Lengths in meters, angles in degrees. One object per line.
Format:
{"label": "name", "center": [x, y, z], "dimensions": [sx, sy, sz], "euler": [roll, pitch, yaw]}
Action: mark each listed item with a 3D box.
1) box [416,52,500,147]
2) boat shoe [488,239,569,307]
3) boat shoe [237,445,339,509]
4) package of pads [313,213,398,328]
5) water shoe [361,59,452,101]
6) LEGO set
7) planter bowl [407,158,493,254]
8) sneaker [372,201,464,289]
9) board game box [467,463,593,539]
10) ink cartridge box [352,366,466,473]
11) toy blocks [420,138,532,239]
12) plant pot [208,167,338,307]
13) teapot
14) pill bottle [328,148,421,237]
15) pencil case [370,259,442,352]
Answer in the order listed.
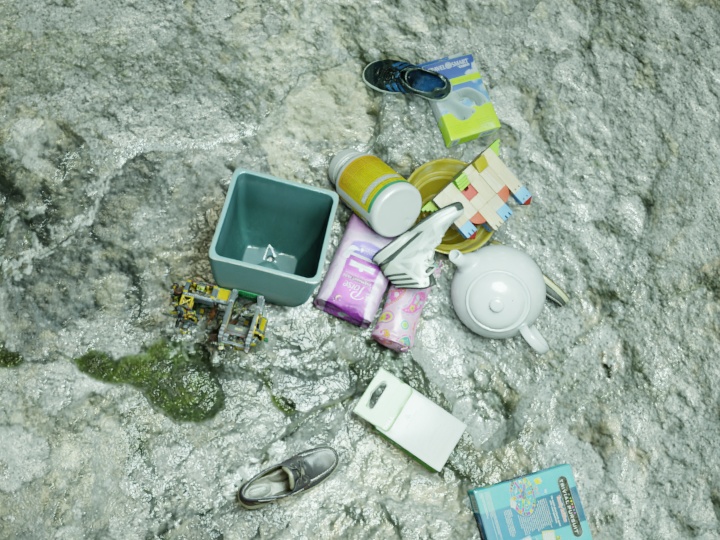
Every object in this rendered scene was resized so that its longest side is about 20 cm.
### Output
{"label": "box", "center": [0.207, -0.375, 1.721], "dimensions": [0.122, 0.048, 0.200], "euler": [-18, 80, -13]}
{"label": "boat shoe", "center": [0.332, 0.017, 1.635], "dimensions": [0.200, 0.073, 0.065], "euler": [37, 95, 0]}
{"label": "boat shoe", "center": [-0.129, 0.379, 1.471], "dimensions": [0.200, 0.065, 0.072], "euler": [-19, 78, -13]}
{"label": "package of pads", "center": [0.000, 0.000, 1.581], "dimensions": [0.120, 0.076, 0.200], "euler": [23, 74, 1]}
{"label": "water shoe", "center": [0.093, -0.405, 1.668], "dimensions": [0.200, 0.079, 0.072], "euler": [14, 89, 17]}
{"label": "LEGO set", "center": [-0.263, 0.105, 1.474], "dimensions": [0.200, 0.154, 0.116], "euler": [18, 61, -8]}
{"label": "planter bowl", "center": [0.173, -0.119, 1.632], "dimensions": [0.200, 0.083, 0.201], "euler": [2, 75, -9]}
{"label": "sneaker", "center": [0.132, -0.036, 1.511], "dimensions": [0.200, 0.076, 0.115], "euler": [-36, 88, 17]}
{"label": "board game box", "center": [0.322, 0.467, 1.526], "dimensions": [0.200, 0.047, 0.151], "euler": [-12, 78, -12]}
{"label": "ink cartridge box", "center": [0.090, 0.285, 1.530], "dimensions": [0.200, 0.059, 0.104], "euler": [34, 73, 1]}
{"label": "toy blocks", "center": [0.235, -0.135, 1.561], "dimensions": [0.200, 0.100, 0.137], "euler": [-43, 95, -5]}
{"label": "plant pot", "center": [-0.165, -0.036, 1.492], "dimensions": [0.196, 0.200, 0.197], "euler": [14, 60, -4]}
{"label": "teapot", "center": [0.266, 0.053, 1.540], "dimensions": [0.200, 0.146, 0.198], "euler": [4, 104, 8]}
{"label": "pill bottle", "center": [0.021, -0.159, 1.567], "dimensions": [0.113, 0.113, 0.200], "euler": [-31, 45, -14]}
{"label": "pencil case", "center": [0.092, 0.058, 1.575], "dimensions": [0.087, 0.087, 0.200], "euler": [24, 72, -2]}
